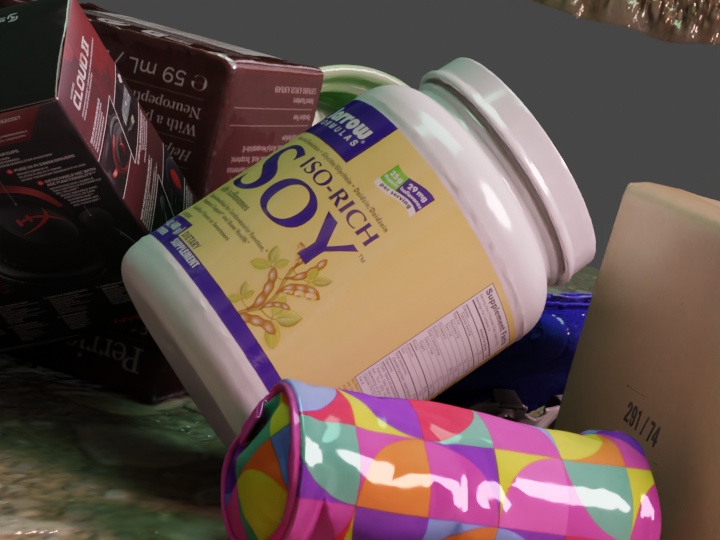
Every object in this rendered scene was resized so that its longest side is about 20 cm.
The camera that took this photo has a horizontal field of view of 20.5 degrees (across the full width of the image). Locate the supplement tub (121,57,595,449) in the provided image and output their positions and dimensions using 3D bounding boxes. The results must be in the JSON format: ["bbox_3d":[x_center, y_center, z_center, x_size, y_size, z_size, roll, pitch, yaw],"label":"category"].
[{"bbox_3d":[0.000,0.000,0.980,0.146,0.200,0.145,53,-11,14],"label":"supplement tub"}]

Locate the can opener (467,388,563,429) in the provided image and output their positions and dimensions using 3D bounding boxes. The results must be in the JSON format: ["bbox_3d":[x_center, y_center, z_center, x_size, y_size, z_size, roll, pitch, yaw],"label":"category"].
[{"bbox_3d":[0.123,0.107,1.180,0.199,0.053,0.067,6,46,-42],"label":"can opener"}]

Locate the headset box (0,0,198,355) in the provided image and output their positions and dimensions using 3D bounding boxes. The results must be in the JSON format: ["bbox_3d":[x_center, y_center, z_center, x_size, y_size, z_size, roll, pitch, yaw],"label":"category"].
[{"bbox_3d":[-0.182,-0.048,1.011,0.148,0.075,0.200,-11,-39,15],"label":"headset box"}]

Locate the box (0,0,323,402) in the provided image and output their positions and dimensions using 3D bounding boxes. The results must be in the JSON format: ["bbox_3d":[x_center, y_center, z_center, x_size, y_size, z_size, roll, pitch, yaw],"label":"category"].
[{"bbox_3d":[-0.141,-0.047,1.189,0.165,0.201,0.164,16,8,15],"label":"box"}]

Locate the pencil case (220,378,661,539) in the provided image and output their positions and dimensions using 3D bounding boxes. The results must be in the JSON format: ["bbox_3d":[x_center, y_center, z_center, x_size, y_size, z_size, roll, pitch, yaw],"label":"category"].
[{"bbox_3d":[0.038,0.100,0.893,0.199,0.089,0.088,11,8,-28],"label":"pencil case"}]

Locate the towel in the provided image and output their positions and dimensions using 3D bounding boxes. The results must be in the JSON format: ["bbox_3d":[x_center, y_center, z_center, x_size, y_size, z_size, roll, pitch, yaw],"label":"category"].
[{"bbox_3d":[0.060,0.051,1.155,0.147,0.050,0.200,-27,-19,32],"label":"towel"}]

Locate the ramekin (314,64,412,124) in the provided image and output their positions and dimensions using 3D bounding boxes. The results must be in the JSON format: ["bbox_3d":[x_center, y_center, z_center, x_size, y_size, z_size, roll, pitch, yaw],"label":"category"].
[{"bbox_3d":[-0.033,-0.053,1.492,0.199,0.201,0.098,11,0,-26],"label":"ramekin"}]

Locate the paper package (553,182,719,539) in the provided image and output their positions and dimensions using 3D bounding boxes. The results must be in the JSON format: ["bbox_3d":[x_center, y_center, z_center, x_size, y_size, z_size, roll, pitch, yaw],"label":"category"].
[{"bbox_3d":[0.187,0.070,0.985,0.103,0.191,0.200,11,9,-20],"label":"paper package"}]
